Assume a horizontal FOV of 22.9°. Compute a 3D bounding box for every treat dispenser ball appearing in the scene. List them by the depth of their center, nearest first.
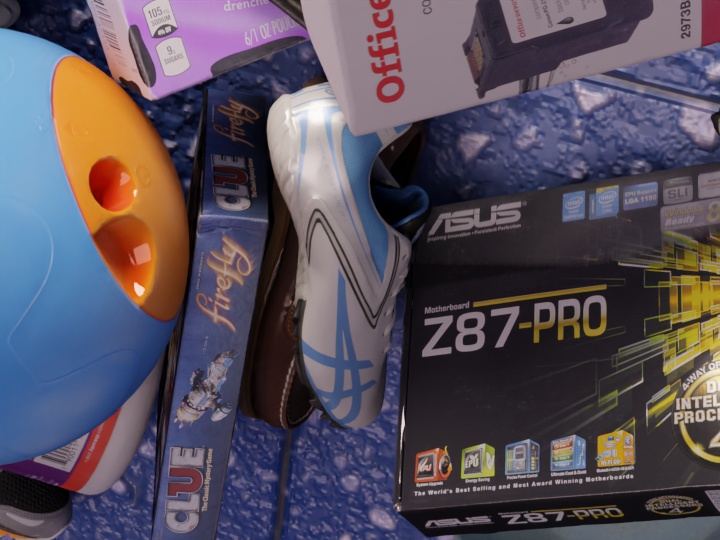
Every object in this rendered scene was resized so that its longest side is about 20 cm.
[{"bbox_3d":[-0.178,-0.011,0.820,0.199,0.201,0.203,9,118,18],"label":"treat dispenser ball"}]

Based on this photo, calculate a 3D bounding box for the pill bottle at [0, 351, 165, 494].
[{"bbox_3d":[-0.213,0.043,0.966,0.198,0.113,0.113,20,124,-17],"label":"pill bottle"}]

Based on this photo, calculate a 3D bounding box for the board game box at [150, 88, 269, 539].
[{"bbox_3d":[-0.080,0.026,0.926,0.034,0.136,0.202,7,120,-9],"label":"board game box"}]

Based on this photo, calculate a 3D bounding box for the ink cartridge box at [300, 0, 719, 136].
[{"bbox_3d":[0.070,-0.154,0.710,0.198,0.085,0.146,-15,132,-4],"label":"ink cartridge box"}]

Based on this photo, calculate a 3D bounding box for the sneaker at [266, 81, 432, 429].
[{"bbox_3d":[0.000,0.000,0.840,0.072,0.072,0.201,-3,131,3],"label":"sneaker"}]

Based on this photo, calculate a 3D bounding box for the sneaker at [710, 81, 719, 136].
[{"bbox_3d":[0.225,-0.121,0.756,0.090,0.066,0.201,40,130,29],"label":"sneaker"}]

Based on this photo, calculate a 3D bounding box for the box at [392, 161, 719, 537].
[{"bbox_3d":[0.117,0.038,0.843,0.198,0.163,0.049,-7,152,24],"label":"box"}]

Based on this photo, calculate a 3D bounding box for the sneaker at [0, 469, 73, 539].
[{"bbox_3d":[-0.233,0.075,1.052,0.077,0.078,0.201,-33,101,21],"label":"sneaker"}]

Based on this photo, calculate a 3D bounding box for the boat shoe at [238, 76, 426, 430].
[{"bbox_3d":[-0.016,0.002,0.925,0.070,0.070,0.202,22,121,16],"label":"boat shoe"}]

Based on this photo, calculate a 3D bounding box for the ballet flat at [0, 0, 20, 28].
[{"bbox_3d":[-0.205,-0.104,0.963,0.072,0.068,0.201,-23,105,9],"label":"ballet flat"}]

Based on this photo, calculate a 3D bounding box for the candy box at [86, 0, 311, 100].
[{"bbox_3d":[-0.058,-0.202,0.789,0.167,0.071,0.202,-23,110,-15],"label":"candy box"}]

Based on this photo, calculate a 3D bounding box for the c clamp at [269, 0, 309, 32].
[{"bbox_3d":[0.037,-0.164,0.781,0.199,0.027,0.172,29,103,-25],"label":"c clamp"}]

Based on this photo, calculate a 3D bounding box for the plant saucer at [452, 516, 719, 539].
[{"bbox_3d":[0.132,0.079,0.870,0.199,0.203,0.039,-7,155,25],"label":"plant saucer"}]

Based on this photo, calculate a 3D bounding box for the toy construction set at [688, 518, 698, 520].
[{"bbox_3d":[0.157,0.165,0.929,0.131,0.092,0.201,37,112,1],"label":"toy construction set"}]
